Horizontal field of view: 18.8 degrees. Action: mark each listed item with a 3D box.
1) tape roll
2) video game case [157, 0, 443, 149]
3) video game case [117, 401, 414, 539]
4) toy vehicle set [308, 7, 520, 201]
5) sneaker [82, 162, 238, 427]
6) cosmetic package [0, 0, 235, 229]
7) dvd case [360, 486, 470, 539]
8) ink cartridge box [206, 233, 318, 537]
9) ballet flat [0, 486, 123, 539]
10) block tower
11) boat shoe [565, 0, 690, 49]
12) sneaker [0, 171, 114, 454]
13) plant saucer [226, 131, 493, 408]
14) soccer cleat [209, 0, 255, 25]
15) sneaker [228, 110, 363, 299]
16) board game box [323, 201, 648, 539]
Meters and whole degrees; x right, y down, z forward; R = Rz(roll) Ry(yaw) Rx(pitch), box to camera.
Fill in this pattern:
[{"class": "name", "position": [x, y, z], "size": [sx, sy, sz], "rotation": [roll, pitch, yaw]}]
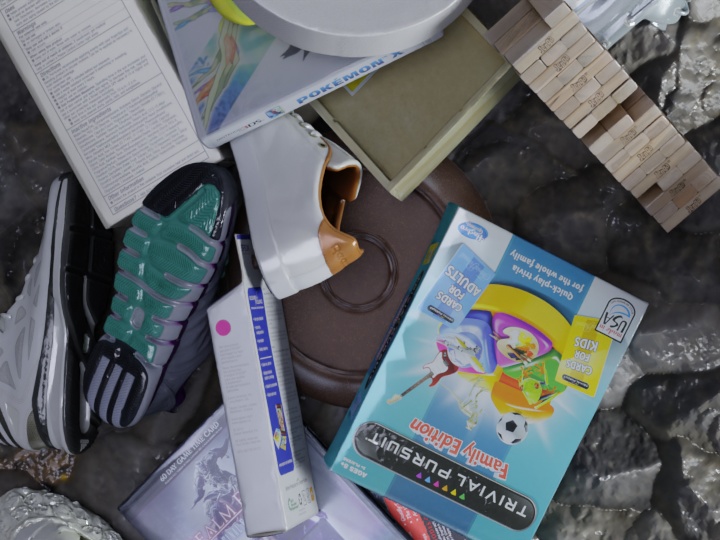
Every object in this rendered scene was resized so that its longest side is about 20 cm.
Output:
[{"class": "tape roll", "position": [-0.007, -0.238, 1.423], "size": [0.201, 0.037, 0.205], "rotation": [1, 72, -2]}, {"class": "video game case", "position": [-0.054, -0.206, 1.489], "size": [0.181, 0.022, 0.201], "rotation": [-25, 64, 13]}, {"class": "video game case", "position": [-0.057, 0.193, 1.541], "size": [0.143, 0.019, 0.200], "rotation": [-44, 85, 8]}, {"class": "toy vehicle set", "position": [0.007, -0.163, 1.496], "size": [0.124, 0.026, 0.200], "rotation": [-44, 68, 9]}, {"class": "sneaker", "position": [-0.126, 0.014, 1.521], "size": [0.074, 0.087, 0.201], "rotation": [35, 109, 27]}, {"class": "cosmetic package", "position": [-0.179, -0.141, 1.532], "size": [0.103, 0.073, 0.201], "rotation": [-28, 89, 9]}, {"class": "dvd case", "position": [-0.005, 0.211, 1.555], "size": [0.199, 0.022, 0.147], "rotation": [-23, 90, 8]}, {"class": "ink cartridge box", "position": [-0.069, 0.076, 1.483], "size": [0.037, 0.095, 0.202], "rotation": [-8, 89, 12]}, {"class": "ballet flat", "position": [-0.190, 0.219, 1.560], "size": [0.199, 0.072, 0.072], "rotation": [29, 97, 6]}, {"class": "block tower", "position": [0.161, -0.110, 1.445], "size": [0.058, 0.054, 0.200], "rotation": [-41, 125, 7]}, {"class": "boat shoe", "position": [0.188, -0.195, 1.487], "size": [0.200, 0.070, 0.072], "rotation": [-37, 108, 7]}, {"class": "sneaker", "position": [-0.244, 0.028, 1.552], "size": [0.114, 0.076, 0.202], "rotation": [0, 82, 20]}, {"class": "plant saucer", "position": [0.000, 0.000, 1.537], "size": [0.198, 0.032, 0.202], "rotation": [1, 94, 7]}, {"class": "soccer cleat", "position": [-0.117, -0.238, 1.492], "size": [0.084, 0.064, 0.201], "rotation": [-47, 60, 35]}, {"class": "sneaker", "position": [-0.043, -0.080, 1.495], "size": [0.084, 0.073, 0.201], "rotation": [-20, 64, 9]}, {"class": "board game box", "position": [0.086, 0.077, 1.496], "size": [0.150, 0.047, 0.201], "rotation": [26, 92, -8]}]
